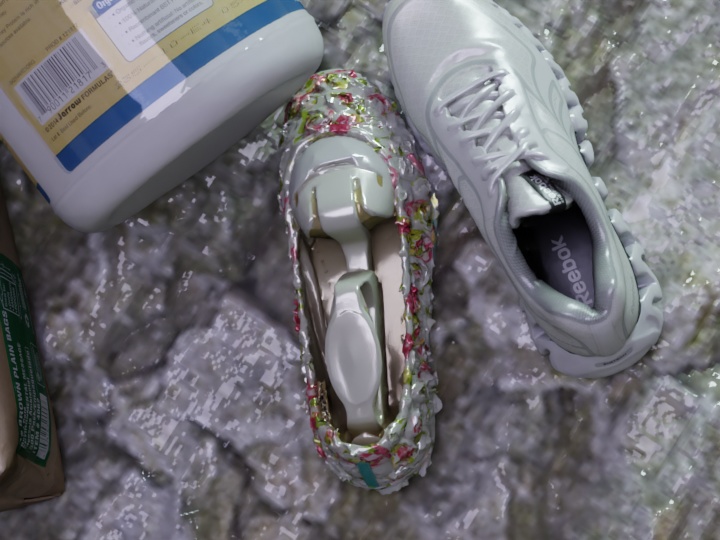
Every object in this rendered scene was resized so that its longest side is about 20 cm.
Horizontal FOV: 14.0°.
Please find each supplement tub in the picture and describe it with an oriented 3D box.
[{"bbox_3d":[-0.127,-0.133,1.304,0.145,0.145,0.200,-37,89,3],"label":"supplement tub"}]

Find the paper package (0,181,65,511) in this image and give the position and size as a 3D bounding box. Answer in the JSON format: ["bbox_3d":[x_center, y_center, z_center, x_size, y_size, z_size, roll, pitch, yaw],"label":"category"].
[{"bbox_3d":[-0.249,0.024,1.341,0.191,0.103,0.200,-14,78,9],"label":"paper package"}]

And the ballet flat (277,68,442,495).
[{"bbox_3d":[0.000,0.000,1.317,0.076,0.064,0.200,-12,79,10],"label":"ballet flat"}]

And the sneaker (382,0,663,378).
[{"bbox_3d":[0.070,-0.049,1.303,0.075,0.081,0.200,-32,75,6],"label":"sneaker"}]
